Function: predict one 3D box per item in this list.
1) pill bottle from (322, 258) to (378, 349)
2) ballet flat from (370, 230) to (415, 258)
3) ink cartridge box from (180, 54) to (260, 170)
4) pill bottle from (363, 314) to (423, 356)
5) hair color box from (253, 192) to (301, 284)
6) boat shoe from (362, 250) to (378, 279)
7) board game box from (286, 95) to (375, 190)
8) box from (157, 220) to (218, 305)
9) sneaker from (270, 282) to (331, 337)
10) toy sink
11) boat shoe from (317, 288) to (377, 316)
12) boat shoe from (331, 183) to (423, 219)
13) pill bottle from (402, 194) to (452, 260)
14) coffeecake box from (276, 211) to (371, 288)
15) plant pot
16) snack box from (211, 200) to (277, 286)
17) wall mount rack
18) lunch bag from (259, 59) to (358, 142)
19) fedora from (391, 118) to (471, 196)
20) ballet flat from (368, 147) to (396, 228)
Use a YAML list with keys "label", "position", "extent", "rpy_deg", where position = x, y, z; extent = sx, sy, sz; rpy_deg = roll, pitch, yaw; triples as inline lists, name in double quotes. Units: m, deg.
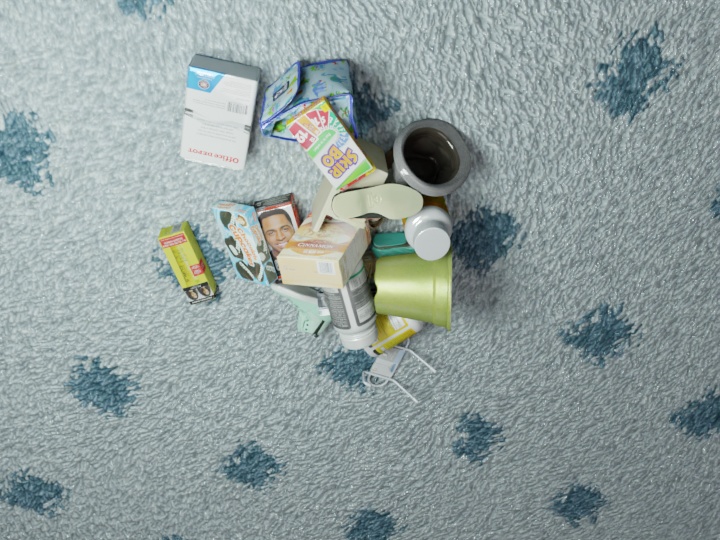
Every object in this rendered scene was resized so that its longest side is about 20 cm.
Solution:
- label: "pill bottle"
  position: [-0.024, 0.076, 1.680]
  extent: [0.110, 0.114, 0.205]
  rpy_deg: [-12, 115, 5]
- label: "ballet flat"
  position: [0.120, -0.064, 1.741]
  extent: [0.193, 0.069, 0.071]
  rpy_deg: [-6, 147, -2]
- label: "ink cartridge box"
  position: [-0.299, -0.335, 1.519]
  extent: [0.142, 0.087, 0.204]
  rpy_deg: [10, 123, -9]
- label: "pill bottle"
  position: [0.089, 0.126, 1.824]
  extent: [0.197, 0.114, 0.113]
  rpy_deg: [-32, 120, 16]
- label: "hair color box"
  position: [-0.184, -0.074, 1.709]
  extent: [0.098, 0.062, 0.204]
  rpy_deg: [-12, 122, 6]
- label: "boat shoe"
  position: [0.000, 0.000, 1.762]
  extent: [0.193, 0.070, 0.076]
  rpy_deg: [-7, 123, -2]
- label: "board game box"
  position: [-0.055, -0.246, 1.434]
  extent: [0.094, 0.030, 0.200]
  rpy_deg: [-28, 130, 18]
- label: "box"
  position: [-0.418, -0.016, 1.737]
  extent: [0.073, 0.051, 0.204]
  rpy_deg: [-13, 122, 6]
- label: "sneaker"
  position: [-0.157, 0.099, 1.810]
  extent: [0.196, 0.074, 0.120]
  rpy_deg: [24, 112, -21]
- label: "toy sink"
  position: [-0.024, -0.180, 1.610]
  extent: [0.109, 0.132, 0.203]
  rpy_deg: [19, 119, -16]
- label: "boat shoe"
  position: [-0.018, 0.060, 1.788]
  extent: [0.195, 0.071, 0.070]
  rpy_deg: [-11, 98, -21]
- label: "boat shoe"
  position: [0.035, -0.147, 1.524]
  extent: [0.195, 0.063, 0.076]
  rpy_deg: [-4, 101, -4]
- label: "pill bottle"
  position: [0.150, -0.113, 1.621]
  extent: [0.107, 0.202, 0.114]
  rpy_deg: [-2, 124, -3]
- label: "coffeecake box"
  position: [-0.078, -0.050, 1.622]
  extent: [0.149, 0.201, 0.075]
  rpy_deg: [4, 125, 20]
- label: "plant pot"
  position: [0.126, 0.036, 1.680]
  extent: [0.178, 0.202, 0.205]
  rpy_deg: [2, 124, 7]
- label: "snack box"
  position: [-0.273, -0.064, 1.688]
  extent: [0.114, 0.037, 0.204]
  rpy_deg: [12, 131, 36]
- label: "wall mount rack"
  position: [0.103, 0.273, 1.943]
  extent: [0.169, 0.075, 0.203]
  rpy_deg: [17, 121, -16]
- label: "lunch bag"
  position: [-0.109, -0.345, 1.472]
  extent: [0.194, 0.172, 0.130]
  rpy_deg: [-9, 128, 4]
- label: "fedora"
  position: [0.143, -0.235, 1.584]
  extent: [0.179, 0.199, 0.090]
  rpy_deg: [53, 146, 2]
- label: "ballet flat"
  position: [0.057, -0.181, 1.648]
  extent: [0.066, 0.073, 0.203]
  rpy_deg: [16, 120, -18]
